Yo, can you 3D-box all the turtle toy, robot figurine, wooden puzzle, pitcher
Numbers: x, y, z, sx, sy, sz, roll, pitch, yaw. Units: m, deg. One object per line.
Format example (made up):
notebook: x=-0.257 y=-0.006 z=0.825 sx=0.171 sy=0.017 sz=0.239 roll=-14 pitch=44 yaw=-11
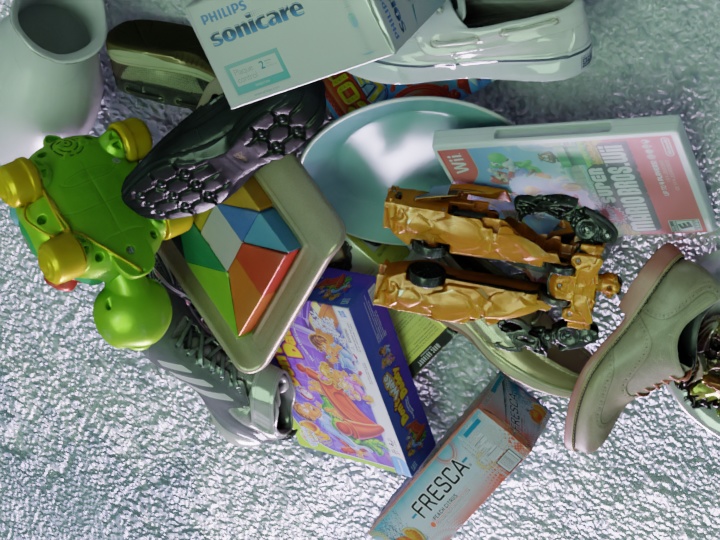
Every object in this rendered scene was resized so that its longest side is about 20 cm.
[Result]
turtle toy: x=-0.221 y=-0.027 z=1.494 sx=0.201 sy=0.145 sz=0.101 roll=60 pitch=149 yaw=11
robot figurine: x=0.114 y=-0.008 z=1.430 sx=0.198 sy=0.058 sz=0.146 roll=9 pitch=119 yaw=4
wooden puzzle: x=-0.108 y=-0.035 z=1.487 sx=0.186 sy=0.037 sz=0.200 roll=54 pitch=137 yaw=18
pitcher: x=-0.276 y=-0.196 z=1.541 sx=0.120 sy=0.173 sz=0.200 roll=14 pitch=147 yaw=-15

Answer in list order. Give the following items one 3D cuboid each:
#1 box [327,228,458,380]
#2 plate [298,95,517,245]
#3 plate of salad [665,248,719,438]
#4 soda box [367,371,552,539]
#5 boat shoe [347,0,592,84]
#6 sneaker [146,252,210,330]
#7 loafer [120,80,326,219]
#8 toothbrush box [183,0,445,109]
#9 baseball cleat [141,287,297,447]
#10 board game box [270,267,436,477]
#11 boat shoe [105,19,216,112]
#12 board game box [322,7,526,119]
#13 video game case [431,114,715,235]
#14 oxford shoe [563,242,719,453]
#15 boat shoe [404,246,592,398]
box: x=0.000 y=0.000 z=1.555 sx=0.200 sy=0.050 sz=0.075 roll=41 pitch=127 yaw=-1
plate: x=0.047 y=-0.086 z=1.453 sx=0.198 sy=0.026 sz=0.201 roll=-1 pitch=146 yaw=-1
plate of salad: x=0.334 y=0.072 z=1.437 sx=0.198 sy=0.048 sz=0.202 roll=12 pitch=122 yaw=19
soda box: x=0.089 y=0.185 z=1.604 sx=0.063 sy=0.068 sz=0.200 roll=39 pitch=126 yaw=1
boat shoe: x=0.075 y=-0.183 z=1.331 sx=0.198 sy=0.072 sz=0.066 roll=5 pitch=126 yaw=21
sneaker: x=-0.166 y=0.026 z=1.634 sx=0.200 sy=0.075 sz=0.081 roll=42 pitch=126 yaw=-2
loafer: x=-0.109 y=-0.105 z=1.413 sx=0.200 sy=0.071 sz=0.068 roll=-29 pitch=129 yaw=26
toothbrush box: x=-0.014 y=-0.210 z=1.282 sx=0.145 sy=0.200 sz=0.086 roll=-15 pitch=110 yaw=30
baseball cleat: x=-0.125 y=0.079 z=1.575 sx=0.106 sy=0.070 sz=0.200 roll=-10 pitch=132 yaw=39
board game box: x=-0.022 y=0.084 z=1.570 sx=0.134 sy=0.045 sz=0.201 roll=11 pitch=136 yaw=37
boat shoe: x=-0.126 y=-0.164 z=1.516 sx=0.199 sy=0.072 sz=0.066 roll=15 pitch=134 yaw=17
board game box: x=0.027 y=-0.222 z=1.414 sx=0.195 sy=0.056 sz=0.201 roll=-28 pitch=102 yaw=34
video game case: x=0.172 y=-0.070 z=1.406 sx=0.198 sy=0.018 sz=0.143 roll=-2 pitch=148 yaw=24
oxford shoe: x=0.230 y=0.079 z=1.439 sx=0.075 sy=0.070 sz=0.201 roll=34 pitch=120 yaw=20
boat shoe: x=0.127 y=0.035 z=1.502 sx=0.199 sy=0.072 sz=0.065 roll=35 pitch=121 yaw=2
